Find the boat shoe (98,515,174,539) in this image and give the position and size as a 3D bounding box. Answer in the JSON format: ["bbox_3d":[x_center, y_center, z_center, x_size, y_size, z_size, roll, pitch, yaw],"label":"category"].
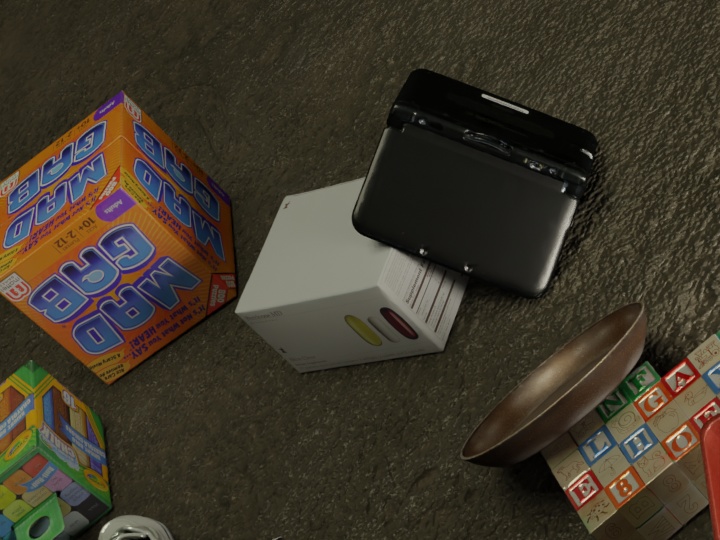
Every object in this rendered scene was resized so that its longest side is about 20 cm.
[{"bbox_3d":[-0.218,0.279,1.785,0.074,0.067,0.199,-52,33,-12],"label":"boat shoe"}]

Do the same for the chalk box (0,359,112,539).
[{"bbox_3d":[-0.355,0.223,1.950,0.124,0.124,0.201,-37,33,12],"label":"chalk box"}]

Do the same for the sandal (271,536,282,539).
[{"bbox_3d":[-0.071,0.275,1.629,0.205,0.059,0.080,-16,42,38],"label":"sandal"}]

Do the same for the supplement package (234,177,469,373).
[{"bbox_3d":[0.000,0.000,1.808,0.199,0.111,0.157,-12,45,42],"label":"supplement package"}]

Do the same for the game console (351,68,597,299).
[{"bbox_3d":[0.112,-0.088,1.741,0.176,0.198,0.117,-64,-6,-62],"label":"game console"}]

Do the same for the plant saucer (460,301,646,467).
[{"bbox_3d":[0.168,0.102,1.510,0.200,0.032,0.200,-40,4,3],"label":"plant saucer"}]

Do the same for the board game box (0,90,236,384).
[{"bbox_3d":[-0.284,-0.038,2.089,0.199,0.200,0.201,-34,33,18],"label":"board game box"}]

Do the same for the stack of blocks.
[{"bbox_3d":[0.251,0.127,1.428,0.200,0.059,0.115,-41,32,8],"label":"stack of blocks"}]

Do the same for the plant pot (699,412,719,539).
[{"bbox_3d":[0.352,0.181,1.142,0.199,0.176,0.201,-27,37,25],"label":"plant pot"}]
